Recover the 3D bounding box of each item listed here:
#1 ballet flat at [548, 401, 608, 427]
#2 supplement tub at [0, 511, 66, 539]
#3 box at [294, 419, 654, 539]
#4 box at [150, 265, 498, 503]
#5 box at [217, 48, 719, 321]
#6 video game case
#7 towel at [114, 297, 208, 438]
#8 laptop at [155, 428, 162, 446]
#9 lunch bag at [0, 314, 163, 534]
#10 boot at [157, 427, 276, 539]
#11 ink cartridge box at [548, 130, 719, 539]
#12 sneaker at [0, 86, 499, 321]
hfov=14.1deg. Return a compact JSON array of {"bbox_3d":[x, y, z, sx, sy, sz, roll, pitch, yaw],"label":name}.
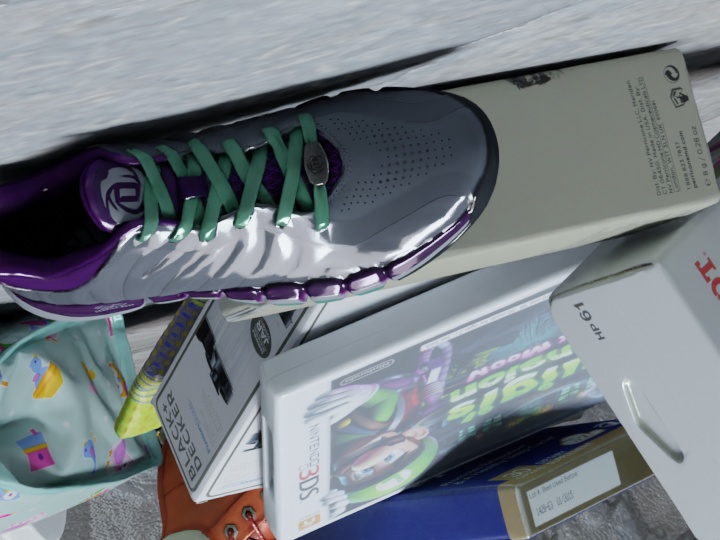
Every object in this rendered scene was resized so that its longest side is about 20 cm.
[{"bbox_3d":[0.103,0.050,1.505,0.199,0.068,0.075,-12,-144,-26],"label":"ballet flat"},{"bbox_3d":[-0.308,0.143,1.923,0.199,0.133,0.132,-15,176,9],"label":"supplement tub"},{"bbox_3d":[0.044,0.113,1.490,0.199,0.033,0.121,-12,-174,43],"label":"box"},{"bbox_3d":[-0.011,0.024,1.353,0.116,0.060,0.200,-13,152,-30],"label":"box"},{"bbox_3d":[0.038,-0.035,1.169,0.199,0.069,0.082,-11,174,-31],"label":"box"},{"bbox_3d":[0.047,0.050,1.363,0.199,0.023,0.182,-23,157,-12],"label":"video game case"},{"bbox_3d":[-0.027,0.016,1.421,0.143,0.023,0.200,-6,149,-39],"label":"towel"},{"bbox_3d":[-0.118,0.050,1.863,0.200,0.116,0.187,-33,173,10],"label":"laptop"},{"bbox_3d":[-0.232,0.093,1.607,0.170,0.123,0.200,-15,-179,25],"label":"lunch bag"},{"bbox_3d":[-0.038,0.118,1.626,0.199,0.108,0.075,-16,143,42],"label":"boot"},{"bbox_3d":[0.198,0.008,1.280,0.200,0.145,0.085,-41,-169,-31],"label":"ink cartridge box"},{"bbox_3d":[-0.051,-0.021,1.047,0.199,0.075,0.087,-15,171,16],"label":"sneaker"}]
